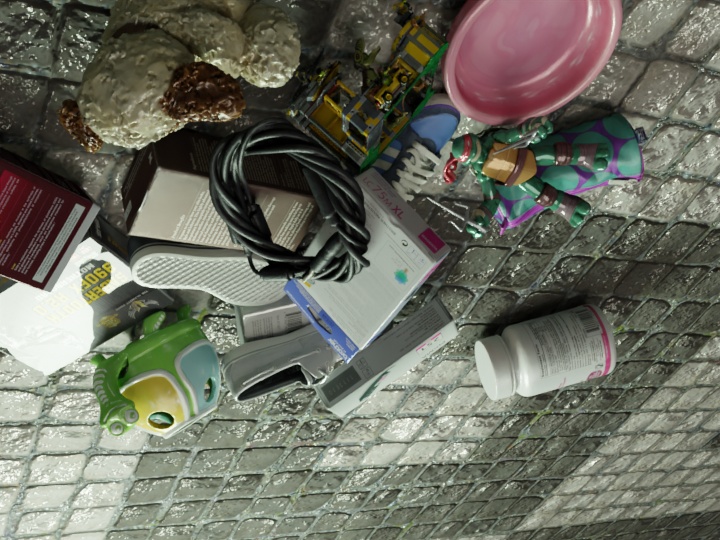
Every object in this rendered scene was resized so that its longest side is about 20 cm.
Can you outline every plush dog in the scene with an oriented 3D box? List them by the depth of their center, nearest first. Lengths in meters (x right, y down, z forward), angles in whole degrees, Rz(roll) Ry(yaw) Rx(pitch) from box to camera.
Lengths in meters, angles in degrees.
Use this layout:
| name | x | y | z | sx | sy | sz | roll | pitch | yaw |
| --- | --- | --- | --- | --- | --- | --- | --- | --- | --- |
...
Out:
| name | x | y | z | sx | sy | sz | roll | pitch | yaw |
| --- | --- | --- | --- | --- | --- | --- | --- | --- | --- |
| plush dog | -0.169 | -0.176 | 0.764 | 0.197 | 0.174 | 0.161 | -11 | 135 | 26 |

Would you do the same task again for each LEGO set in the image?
| name | x | y | z | sx | sy | sz | roll | pitch | yaw |
| --- | --- | --- | --- | --- | --- | --- | --- | --- | --- |
| LEGO set | -0.003 | -0.188 | 0.891 | 0.154 | 0.116 | 0.200 | -50 | 176 | 1 |

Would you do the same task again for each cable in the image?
| name | x | y | z | sx | sy | sz | roll | pitch | yaw |
| --- | --- | --- | --- | --- | --- | --- | --- | --- | --- |
| cable | -0.068 | -0.059 | 0.898 | 0.161 | 0.051 | 0.202 | 13 | 136 | 21 |

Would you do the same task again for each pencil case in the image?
| name | x | y | z | sx | sy | sz | roll | pitch | yaw |
| --- | --- | --- | --- | --- | --- | --- | --- | --- | --- |
| pencil case | 0.247 | -0.120 | 1.113 | 0.197 | 0.094 | 0.085 | -21 | 158 | 3 |

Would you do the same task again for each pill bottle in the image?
| name | x | y | z | sx | sy | sz | roll | pitch | yaw |
| --- | --- | --- | --- | --- | --- | --- | --- | --- | --- |
| pill bottle | 0.286 | 0.130 | 1.423 | 0.197 | 0.114 | 0.114 | -14 | 143 | -8 |

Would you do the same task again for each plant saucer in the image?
| name | x | y | z | sx | sy | sz | roll | pitch | yaw |
| --- | --- | --- | --- | --- | --- | --- | --- | --- | --- |
| plant saucer | 0.174 | -0.245 | 0.958 | 0.197 | 0.051 | 0.202 | -14 | 143 | -10 |

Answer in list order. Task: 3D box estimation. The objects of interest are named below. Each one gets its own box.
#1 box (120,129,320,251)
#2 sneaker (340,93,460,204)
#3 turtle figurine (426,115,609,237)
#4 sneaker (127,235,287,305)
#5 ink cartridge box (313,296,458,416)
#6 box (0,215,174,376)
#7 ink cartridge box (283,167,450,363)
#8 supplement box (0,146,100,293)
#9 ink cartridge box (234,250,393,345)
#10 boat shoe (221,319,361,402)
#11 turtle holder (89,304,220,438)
| name | x | y | z | sx | sy | sz | roll | pitch | yaw |
| --- | --- | --- | --- | --- | --- | --- | --- | --- | --- |
| box | -0.148 | -0.082 | 0.989 | 0.197 | 0.076 | 0.101 | 7 | 136 | -34 |
| sneaker | 0.047 | -0.085 | 1.012 | 0.199 | 0.148 | 0.080 | -34 | 141 | 20 |
| turtle figurine | 0.172 | -0.116 | 1.014 | 0.197 | 0.101 | 0.151 | 9 | 129 | -21 |
| sneaker | -0.171 | -0.018 | 1.049 | 0.198 | 0.080 | 0.079 | 13 | 127 | -35 |
| ink cartridge box | 0.043 | 0.126 | 1.232 | 0.199 | 0.044 | 0.174 | -35 | 161 | 0 |
| box | -0.342 | 0.030 | 1.055 | 0.198 | 0.049 | 0.159 | -29 | 142 | 10 |
| ink cartridge box | 0.000 | 0.000 | 0.972 | 0.042 | 0.119 | 0.201 | -34 | 167 | -46 |
| supplement box | -0.368 | -0.066 | 0.884 | 0.199 | 0.061 | 0.110 | 29 | 95 | -46 |
| ink cartridge box | -0.061 | 0.048 | 1.180 | 0.197 | 0.085 | 0.147 | -12 | 143 | -13 |
| boat shoe | -0.070 | 0.111 | 1.123 | 0.197 | 0.069 | 0.073 | -11 | 144 | -17 |
| turtle holder | -0.242 | 0.130 | 1.109 | 0.140 | 0.133 | 0.186 | -31 | 176 | -3 |
